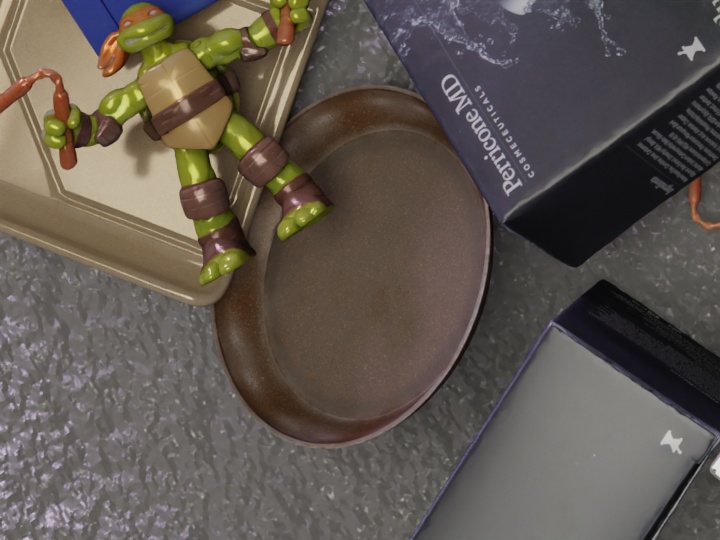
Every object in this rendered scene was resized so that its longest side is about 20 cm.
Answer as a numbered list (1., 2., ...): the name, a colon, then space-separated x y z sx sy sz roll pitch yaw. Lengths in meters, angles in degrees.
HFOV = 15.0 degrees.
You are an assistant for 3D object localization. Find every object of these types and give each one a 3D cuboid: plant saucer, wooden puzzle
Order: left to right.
1. wooden puzzle: -0.129 -0.101 1.550 0.184 0.037 0.201 21 90 11
2. plant saucer: 0.000 0.000 1.495 0.199 0.032 0.202 -14 68 38

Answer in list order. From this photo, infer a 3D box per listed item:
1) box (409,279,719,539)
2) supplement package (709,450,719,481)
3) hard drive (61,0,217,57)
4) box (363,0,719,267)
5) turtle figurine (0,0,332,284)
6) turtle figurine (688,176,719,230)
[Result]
1. box: 0.117 0.101 1.429 0.104 0.200 0.149 34 101 8
2. supplement package: 0.265 0.078 1.394 0.121 0.200 0.120 37 101 7
3. hard drive: -0.084 -0.210 1.476 0.199 0.025 0.132 -29 129 4
4. box: 0.123 -0.145 1.424 0.200 0.117 0.197 -36 67 14
5. turtle figurine: -0.097 -0.078 1.483 0.199 0.064 0.162 -30 92 -3
6. turtle figurine: 0.269 -0.090 1.449 0.160 0.064 0.201 26 100 9
